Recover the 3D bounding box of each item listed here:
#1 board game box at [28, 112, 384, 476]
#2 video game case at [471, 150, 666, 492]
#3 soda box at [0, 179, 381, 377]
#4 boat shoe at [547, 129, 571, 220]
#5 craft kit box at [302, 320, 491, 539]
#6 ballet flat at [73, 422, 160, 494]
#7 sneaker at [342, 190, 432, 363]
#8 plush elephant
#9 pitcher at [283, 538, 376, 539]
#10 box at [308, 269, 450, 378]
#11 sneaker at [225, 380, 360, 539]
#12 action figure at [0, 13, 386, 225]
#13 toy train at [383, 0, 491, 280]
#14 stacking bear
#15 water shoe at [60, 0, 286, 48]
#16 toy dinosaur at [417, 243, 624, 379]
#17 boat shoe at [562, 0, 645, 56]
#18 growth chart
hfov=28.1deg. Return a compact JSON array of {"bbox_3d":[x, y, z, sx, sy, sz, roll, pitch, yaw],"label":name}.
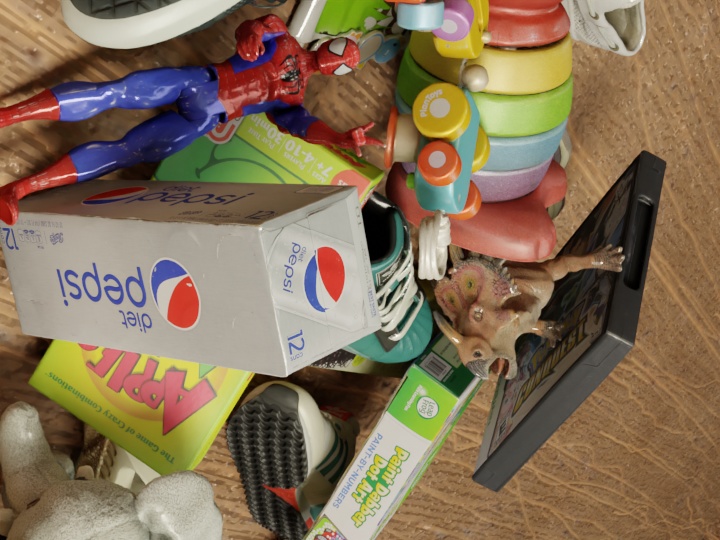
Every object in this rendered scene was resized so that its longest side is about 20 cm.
[{"bbox_3d":[-0.084,0.004,0.780,0.201,0.101,0.048,-57,179,13],"label":"board game box"},{"bbox_3d":[0.149,0.038,1.030,0.200,0.025,0.181,-58,-172,47],"label":"video game case"},{"bbox_3d":[-0.086,-0.002,0.668,0.063,0.199,0.069,-25,110,-43],"label":"soda box"},{"bbox_3d":[0.102,-0.071,1.021,0.073,0.074,0.200,-45,152,-12],"label":"boat shoe"},{"bbox_3d":[0.041,0.116,1.053,0.198,0.048,0.200,-57,172,29],"label":"craft kit box"},{"bbox_3d":[-0.136,0.105,0.880,0.070,0.065,0.201,-24,143,-42],"label":"ballet flat"},{"bbox_3d":[0.000,0.000,0.869,0.072,0.080,0.200,-57,135,-16],"label":"sneaker"},{"bbox_3d":[-0.166,0.146,0.742,0.164,0.200,0.155,-11,140,-42],"label":"plush elephant"},{"bbox_3d":[-0.067,0.282,1.185,0.199,0.121,0.172,-35,137,-5],"label":"pitcher"},{"bbox_3d":[0.003,0.031,1.023,0.076,0.050,0.200,-56,154,11],"label":"box"},{"bbox_3d":[-0.043,0.123,1.071,0.094,0.070,0.200,-56,158,-32],"label":"sneaker"},{"bbox_3d":[-0.071,-0.075,0.669,0.199,0.099,0.066,-23,113,-29],"label":"action figure"},{"bbox_3d":[0.026,-0.104,0.730,0.150,0.055,0.202,-51,144,-59],"label":"toy train"},{"bbox_3d":[0.080,-0.126,0.841,0.122,0.113,0.201,-67,167,-58],"label":"stacking bear"},{"bbox_3d":[-0.050,-0.148,0.682,0.200,0.071,0.079,-38,155,-22],"label":"water shoe"},{"bbox_3d":[0.076,-0.002,0.949,0.135,0.200,0.086,9,105,-30],"label":"toy dinosaur"},{"bbox_3d":[0.164,-0.203,0.934,0.071,0.069,0.200,-53,159,-6],"label":"boat shoe"},{"bbox_3d":[0.038,-0.181,0.841,0.199,0.018,0.145,-19,140,-46],"label":"growth chart"}]
